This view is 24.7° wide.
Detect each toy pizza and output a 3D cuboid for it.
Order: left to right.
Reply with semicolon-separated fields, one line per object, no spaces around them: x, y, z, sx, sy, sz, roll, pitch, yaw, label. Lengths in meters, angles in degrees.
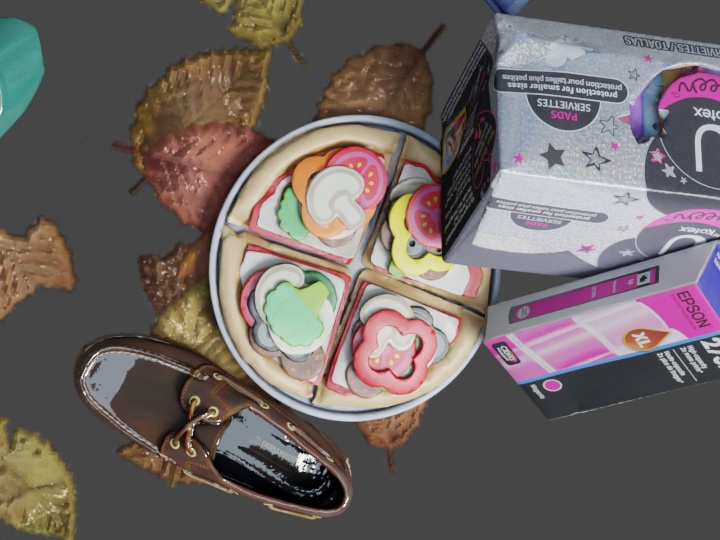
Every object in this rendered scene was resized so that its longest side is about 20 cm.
0.000;0.000;1.073;0.197;0.032;0.203;-1;96;-12;toy pizza

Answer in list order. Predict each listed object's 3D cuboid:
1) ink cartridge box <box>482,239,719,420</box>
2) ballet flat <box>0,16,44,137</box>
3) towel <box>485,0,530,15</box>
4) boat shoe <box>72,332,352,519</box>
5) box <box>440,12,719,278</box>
0.185;0.037;1.050;0.198;0.037;0.095;-19;131;29;ink cartridge box
-0.273;-0.081;0.996;0.199;0.070;0.068;-36;103;-3;ballet flat
0.123;-0.280;1.062;0.200;0.024;0.147;-42;103;-1;towel
-0.092;0.101;1.061;0.198;0.070;0.071;25;95;-12;boat shoe
0.161;-0.068;1.029;0.197;0.132;0.116;5;65;-12;box
